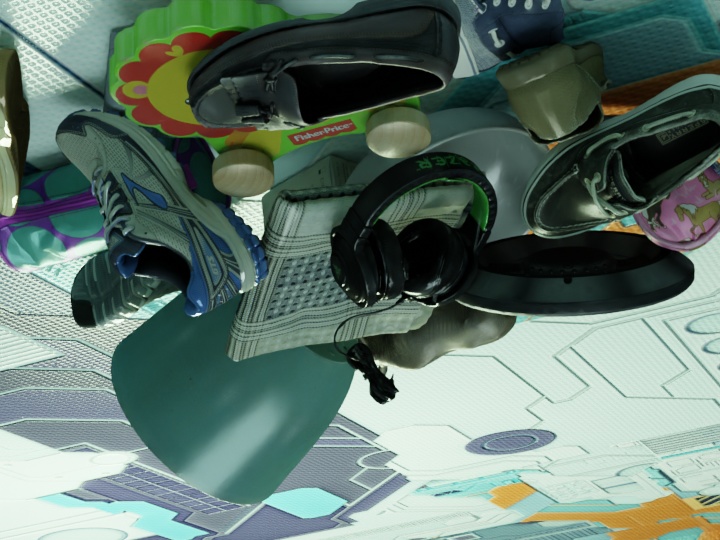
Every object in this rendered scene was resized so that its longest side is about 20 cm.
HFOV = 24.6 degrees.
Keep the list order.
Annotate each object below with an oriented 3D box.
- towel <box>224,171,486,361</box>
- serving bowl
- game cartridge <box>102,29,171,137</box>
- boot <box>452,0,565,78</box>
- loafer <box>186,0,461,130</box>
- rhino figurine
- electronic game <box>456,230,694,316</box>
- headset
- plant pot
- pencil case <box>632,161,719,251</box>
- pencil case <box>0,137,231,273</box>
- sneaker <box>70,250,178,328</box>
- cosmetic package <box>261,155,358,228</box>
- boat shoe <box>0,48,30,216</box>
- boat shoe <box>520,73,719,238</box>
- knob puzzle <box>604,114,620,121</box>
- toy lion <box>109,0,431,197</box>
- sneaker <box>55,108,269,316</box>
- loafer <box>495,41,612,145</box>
[{"bbox_3d":[0.000,0.000,1.339,0.200,0.035,0.193,-9,141,-29],"label":"towel"},{"bbox_3d":[0.062,-0.066,1.388,0.200,0.066,0.200,-20,144,-15],"label":"serving bowl"},{"bbox_3d":[-0.094,-0.145,1.258,0.200,0.041,0.133,-2,155,-12],"label":"game cartridge"},{"bbox_3d":[0.089,-0.198,1.139,0.090,0.073,0.200,-17,165,7],"label":"boot"},{"bbox_3d":[-0.028,-0.127,1.085,0.200,0.063,0.072,-15,145,22],"label":"loafer"},{"bbox_3d":[0.059,0.046,1.511,0.200,0.088,0.060,-22,152,31],"label":"rhino figurine"},{"bbox_3d":[0.168,0.004,1.331,0.200,0.042,0.200,-4,-166,1],"label":"electronic game"},{"bbox_3d":[0.036,0.004,1.262,0.123,0.094,0.200,0,131,-35],"label":"headset"},{"bbox_3d":[-0.098,0.085,1.504,0.161,0.201,0.200,-44,143,22],"label":"plant pot"},{"bbox_3d":[0.256,-0.072,1.358,0.083,0.087,0.200,22,-169,4],"label":"pencil case"},{"bbox_3d":[-0.212,-0.059,1.373,0.200,0.085,0.092,-15,173,20],"label":"pencil case"},{"bbox_3d":[-0.182,0.011,1.578,0.115,0.075,0.200,11,152,-43],"label":"sneaker"},{"bbox_3d":[0.018,-0.036,1.514,0.200,0.071,0.105,12,151,-39],"label":"cosmetic package"},{"bbox_3d":[-0.291,-0.106,1.259,0.065,0.072,0.200,5,155,-5],"label":"boat shoe"},{"bbox_3d":[0.192,-0.075,1.221,0.071,0.064,0.200,46,127,-13],"label":"boat shoe"},{"bbox_3d":[0.245,-0.125,1.317,0.219,0.031,0.220,0,-172,0],"label":"knob puzzle"},{"bbox_3d":[-0.069,-0.135,1.173,0.200,0.069,0.192,-13,150,15],"label":"toy lion"},{"bbox_3d":[-0.166,-0.044,1.249,0.085,0.200,0.077,-43,166,-28],"label":"sneaker"},{"bbox_3d":[0.147,-0.130,1.239,0.076,0.068,0.200,-16,-178,21],"label":"loafer"}]
